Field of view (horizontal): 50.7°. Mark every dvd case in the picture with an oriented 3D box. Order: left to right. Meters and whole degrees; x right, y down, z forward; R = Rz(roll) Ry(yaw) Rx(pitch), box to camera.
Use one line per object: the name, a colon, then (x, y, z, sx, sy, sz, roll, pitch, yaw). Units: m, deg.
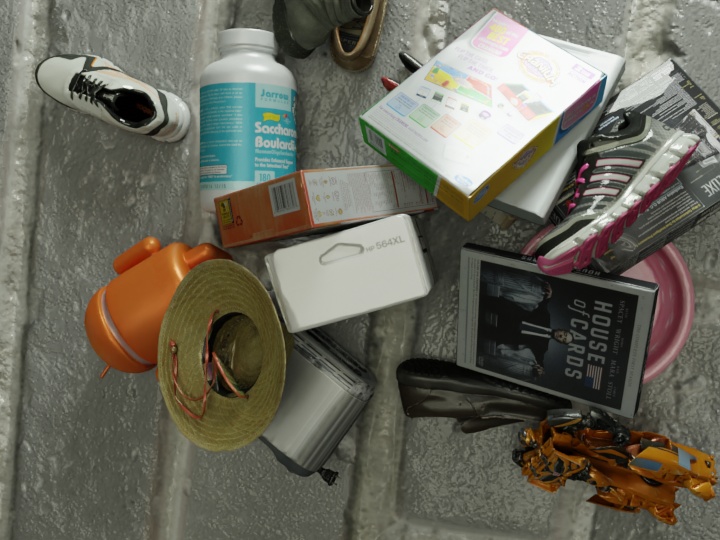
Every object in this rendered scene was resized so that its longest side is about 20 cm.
dvd case: (0.196, 0.060, 0.793, 0.199, 0.025, 0.151, 15, 121, 29)

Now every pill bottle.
pill bottle: (-0.127, -0.165, 0.863, 0.110, 0.111, 0.201, 1, 94, 9)

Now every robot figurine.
robot figurine: (-0.236, 0.043, 0.891, 0.200, 0.117, 0.144, -31, 109, 8)
robot figurine: (0.264, 0.209, 0.814, 0.199, 0.058, 0.145, 15, 138, -4)

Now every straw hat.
straw hat: (-0.118, 0.085, 0.784, 0.200, 0.085, 0.202, 0, 90, 40)

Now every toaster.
toaster: (-0.071, 0.138, 0.870, 0.200, 0.114, 0.129, 39, 96, 10)

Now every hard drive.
hard drive: (0.176, -0.156, 0.800, 0.132, 0.026, 0.201, 24, 76, 24)

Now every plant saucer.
plant saucer: (0.261, 0.035, 0.845, 0.199, 0.051, 0.202, 1, 94, 8)

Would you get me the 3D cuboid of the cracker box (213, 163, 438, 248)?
cracker box: (-0.031, -0.070, 0.791, 0.134, 0.200, 0.058, -10, 91, 42)

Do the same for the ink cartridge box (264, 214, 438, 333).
ink cartridge box: (0.000, 0.000, 0.807, 0.145, 0.200, 0.085, -16, 91, 10)

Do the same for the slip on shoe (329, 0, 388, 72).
slip on shoe: (-0.001, -0.330, 0.859, 0.076, 0.061, 0.201, 11, 95, 8)

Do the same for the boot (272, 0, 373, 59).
boot: (-0.047, -0.343, 0.826, 0.130, 0.068, 0.201, -23, 78, 42)

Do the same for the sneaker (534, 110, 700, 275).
sneaker: (0.230, -0.080, 0.737, 0.200, 0.074, 0.087, -43, 68, -6)

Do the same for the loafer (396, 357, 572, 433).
loafer: (0.138, 0.149, 0.867, 0.199, 0.073, 0.072, 9, 106, 11)

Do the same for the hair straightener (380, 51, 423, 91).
hair straightener: (0.124, -0.193, 0.853, 0.200, 0.041, 0.077, 33, 91, 13)

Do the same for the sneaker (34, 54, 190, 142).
sneaker: (-0.304, -0.214, 0.905, 0.199, 0.080, 0.074, 20, 98, 9)

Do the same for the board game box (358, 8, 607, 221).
board game box: (0.122, -0.162, 0.763, 0.200, 0.040, 0.153, -41, 62, -15)

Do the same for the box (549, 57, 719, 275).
box: (0.290, -0.105, 0.794, 0.200, 0.050, 0.158, -34, 68, 1)

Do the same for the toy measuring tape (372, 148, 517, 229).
toy measuring tape: (0.096, -0.123, 0.855, 0.200, 0.074, 0.074, 32, 97, 0)
